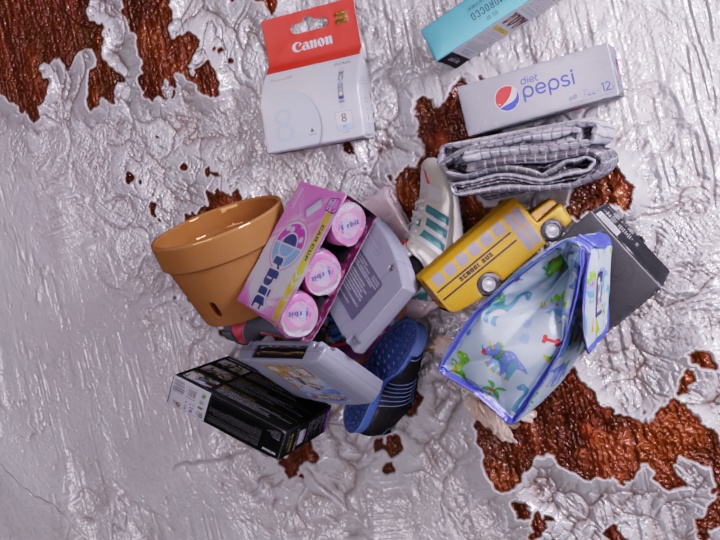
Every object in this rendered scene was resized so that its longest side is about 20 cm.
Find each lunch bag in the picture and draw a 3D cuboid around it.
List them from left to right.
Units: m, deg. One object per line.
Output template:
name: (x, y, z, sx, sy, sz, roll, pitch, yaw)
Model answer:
lunch bag: (0.201, 0.047, 0.941, 0.127, 0.170, 0.200, 34, 107, 17)

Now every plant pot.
plant pot: (-0.188, -0.010, 1.275, 0.199, 0.200, 0.141, -11, 110, 25)

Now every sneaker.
sneaker: (0.051, 0.155, 1.237, 0.200, 0.078, 0.070, -59, 40, 24)
sneaker: (0.088, -0.054, 1.174, 0.093, 0.070, 0.201, -9, 87, -9)

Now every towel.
towel: (0.011, 0.008, 1.263, 0.200, 0.032, 0.191, -34, 83, 25)
towel: (0.213, -0.135, 1.082, 0.199, 0.166, 0.086, -7, 97, 25)

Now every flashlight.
flashlight: (-0.126, 0.087, 1.278, 0.200, 0.068, 0.068, 6, 98, 47)

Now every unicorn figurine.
unicorn figurine: (0.162, 0.144, 1.168, 0.137, 0.200, 0.074, 26, 103, -9)

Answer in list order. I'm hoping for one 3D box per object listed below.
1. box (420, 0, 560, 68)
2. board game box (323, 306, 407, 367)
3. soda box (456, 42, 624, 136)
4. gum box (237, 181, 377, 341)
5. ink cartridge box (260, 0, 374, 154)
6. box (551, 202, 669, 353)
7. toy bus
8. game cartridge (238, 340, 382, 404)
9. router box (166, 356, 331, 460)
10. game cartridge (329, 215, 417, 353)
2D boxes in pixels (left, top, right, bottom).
box: (0.182, -0.337, 1.115, 0.200, 0.082, 0.049, -29, 83, 24)
board game box: (-0.032, 0.077, 1.253, 0.158, 0.039, 0.200, 34, 110, 17)
soda box: (0.231, -0.230, 1.116, 0.199, 0.063, 0.069, -13, 92, 25)
gum box: (-0.076, -0.011, 1.172, 0.113, 0.066, 0.201, 22, 83, 51)
ink cartridge box: (-0.072, -0.279, 1.255, 0.159, 0.047, 0.201, -6, 96, 25)
box: (0.264, 0.030, 1.086, 0.200, 0.148, 0.124, -45, 79, 22)
toy bus: (0.172, -0.026, 1.120, 0.200, 0.065, 0.078, -40, 94, -4)
game cartridge: (-0.068, 0.144, 1.219, 0.133, 0.042, 0.200, 43, 151, -29)
router box: (-0.164, 0.201, 1.301, 0.199, 0.149, 0.051, 23, 105, 20)
game cartridge: (0.000, 0.000, 1.175, 0.133, 0.041, 0.200, -53, 42, 21)
